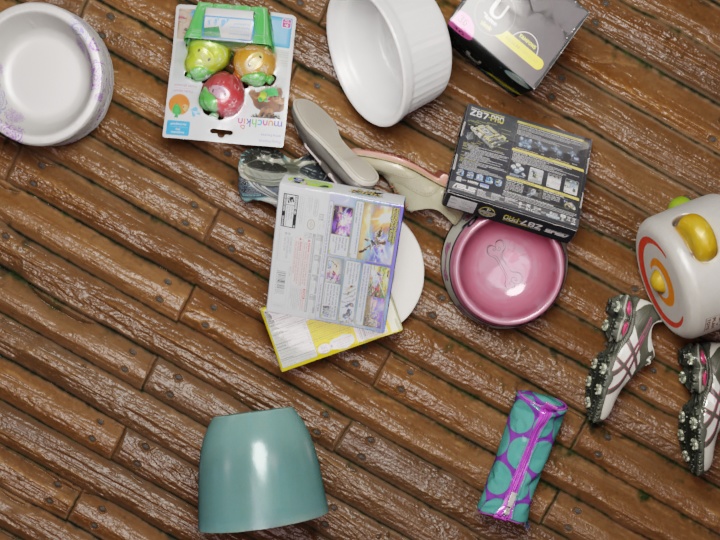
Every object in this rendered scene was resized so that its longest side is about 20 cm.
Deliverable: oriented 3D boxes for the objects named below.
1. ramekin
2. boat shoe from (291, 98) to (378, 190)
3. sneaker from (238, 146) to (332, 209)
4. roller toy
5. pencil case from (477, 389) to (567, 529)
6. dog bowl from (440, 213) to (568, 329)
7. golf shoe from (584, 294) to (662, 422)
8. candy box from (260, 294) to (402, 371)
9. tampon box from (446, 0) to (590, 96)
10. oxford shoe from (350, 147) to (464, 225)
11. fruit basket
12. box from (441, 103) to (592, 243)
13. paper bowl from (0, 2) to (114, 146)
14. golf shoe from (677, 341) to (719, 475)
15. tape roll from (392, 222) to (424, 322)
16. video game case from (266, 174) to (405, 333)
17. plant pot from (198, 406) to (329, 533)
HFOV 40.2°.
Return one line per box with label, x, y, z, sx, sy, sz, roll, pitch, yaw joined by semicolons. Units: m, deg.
ramekin;0.042;-0.316;1.391;0.097;0.200;0.204;-24;96;-24
boat shoe;-0.049;-0.173;1.453;0.201;0.066;0.057;51;131;27
sneaker;-0.092;-0.127;1.490;0.196;0.078;0.087;11;131;-12
roller toy;0.481;-0.003;1.406;0.137;0.200;0.186;-20;99;-3
pencil case;0.248;0.286;1.503;0.084;0.092;0.204;18;96;0
dog bowl;0.220;-0.007;1.480;0.196;0.074;0.205;0;97;3
golf shoe;0.399;0.140;1.490;0.086;0.077;0.204;15;97;-7
candy box;-0.044;0.073;1.487;0.196;0.026;0.104;-19;93;5
tampon box;0.211;-0.342;1.378;0.149;0.200;0.127;37;97;-2
oxford shoe;0.071;-0.128;1.475;0.197;0.071;0.075;21;100;0
fruit basket;-0.193;-0.288;1.442;0.181;0.094;0.204;6;78;2
box;0.230;-0.144;1.438;0.196;0.049;0.164;15;65;0
paper bowl;-0.464;-0.287;1.460;0.196;0.104;0.205;0;96;3
golf shoe;0.531;0.210;1.486;0.086;0.077;0.204;-1;97;-6
tape roll;0.000;0.000;1.508;0.198;0.037;0.207;0;97;2
video game case;-0.036;-0.023;1.415;0.178;0.046;0.204;11;114;4
plant pot;-0.153;0.292;1.475;0.196;0.201;0.164;-8;83;3
